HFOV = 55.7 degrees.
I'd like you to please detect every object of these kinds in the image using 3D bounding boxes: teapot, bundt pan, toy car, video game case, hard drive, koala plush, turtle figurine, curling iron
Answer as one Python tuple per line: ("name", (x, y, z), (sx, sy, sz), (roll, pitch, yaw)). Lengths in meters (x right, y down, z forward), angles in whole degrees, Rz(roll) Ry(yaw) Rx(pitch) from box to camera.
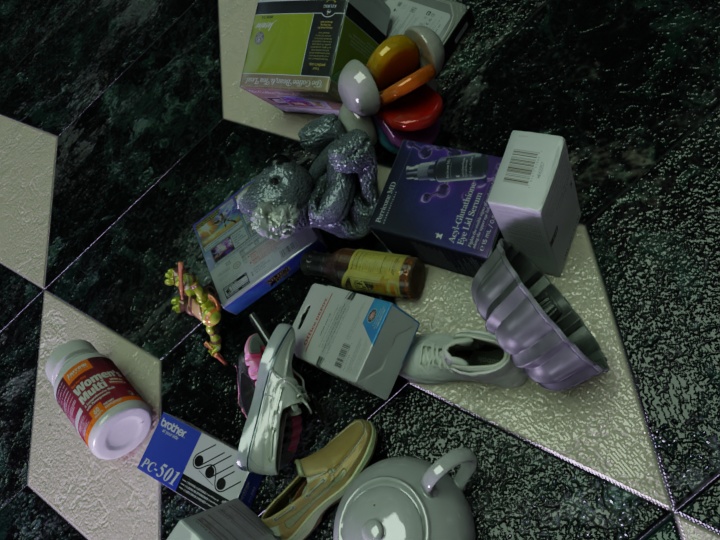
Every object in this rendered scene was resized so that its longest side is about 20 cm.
("teapot", (0.044, 0.317, 0.832), (0.193, 0.146, 0.205), (-2, 67, 25))
("bundt pan", (0.210, 0.063, 0.834), (0.076, 0.200, 0.204), (-43, 57, 19))
("toy car", (0.064, -0.255, 1.045), (0.173, 0.201, 0.151), (-33, 74, -14))
("video game case", (-0.173, -0.057, 1.154), (0.198, 0.045, 0.183), (-34, 60, 10))
("hard drive", (0.081, -0.421, 1.187), (0.198, 0.038, 0.141), (32, 85, 33))
("koala plush", (-0.085, -0.110, 1.020), (0.196, 0.188, 0.177), (-20, 28, -17))
("turtle figurine", (-0.264, 0.047, 1.102), (0.064, 0.203, 0.160), (-34, 35, -22))
("curling iron", (-0.103, 0.142, 1.008), (0.201, 0.025, 0.050), (52, 137, 14))

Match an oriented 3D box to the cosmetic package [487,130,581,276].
("cosmetic package", (0.229, -0.080, 0.875), (0.073, 0.200, 0.104), (15, 76, 30))

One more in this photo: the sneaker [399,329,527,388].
("sneaker", (0.115, 0.108, 0.903), (0.196, 0.115, 0.076), (-1, 70, 27))

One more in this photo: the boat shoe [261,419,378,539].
("boat shoe", (-0.058, 0.279, 0.926), (0.201, 0.076, 0.072), (-52, 22, -3))

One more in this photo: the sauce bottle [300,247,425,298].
("sauce bottle", (0.000, 0.000, 1.036), (0.196, 0.066, 0.067), (8, 72, 31))

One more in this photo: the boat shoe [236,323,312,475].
("boat shoe", (-0.103, 0.179, 0.936), (0.084, 0.075, 0.207), (11, 71, 10))

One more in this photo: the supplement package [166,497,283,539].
("supplement package", (-0.176, 0.406, 0.849), (0.149, 0.200, 0.153), (35, 86, 13))

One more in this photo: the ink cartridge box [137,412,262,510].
("ink cartridge box", (-0.244, 0.299, 1.039), (0.196, 0.044, 0.096), (16, 75, 31))

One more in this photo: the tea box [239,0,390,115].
("tea box", (-0.077, -0.380, 1.163), (0.196, 0.133, 0.202), (13, 89, 33))

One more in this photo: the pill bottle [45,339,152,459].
("pill bottle", (-0.441, 0.209, 1.136), (0.199, 0.109, 0.110), (37, 87, 32))

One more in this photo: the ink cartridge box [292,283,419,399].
("ink cartridge box", (-0.019, 0.095, 0.980), (0.198, 0.067, 0.118), (13, 74, 53))

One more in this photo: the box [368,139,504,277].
("box", (0.133, -0.085, 0.982), (0.196, 0.104, 0.151), (16, 77, 30))

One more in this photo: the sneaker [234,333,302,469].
("sneaker", (-0.149, 0.203, 1.029), (0.095, 0.078, 0.204), (-35, 58, 40))
